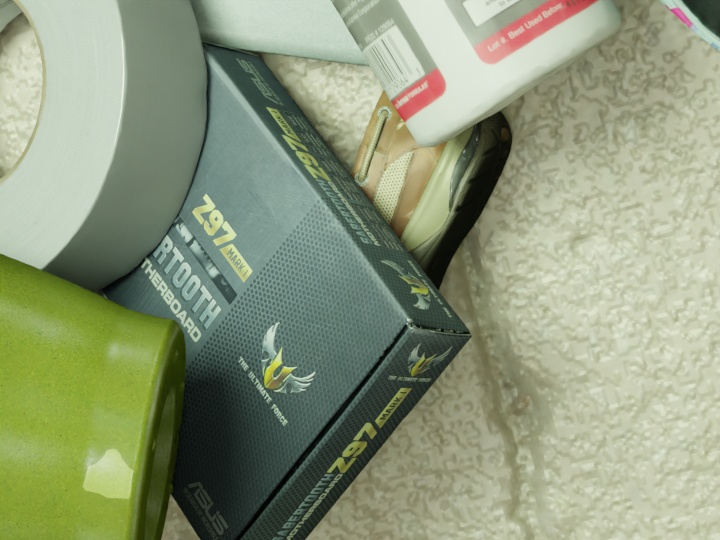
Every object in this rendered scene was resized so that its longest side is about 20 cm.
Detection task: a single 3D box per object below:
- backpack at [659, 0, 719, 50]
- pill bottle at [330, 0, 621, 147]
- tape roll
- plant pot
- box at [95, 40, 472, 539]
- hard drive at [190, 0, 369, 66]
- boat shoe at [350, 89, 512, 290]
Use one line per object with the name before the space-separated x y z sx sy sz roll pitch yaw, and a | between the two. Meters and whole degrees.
backpack | 0.180 -0.193 1.166 0.177 0.151 0.200 -44 89 12
pill bottle | 0.023 -0.167 1.190 0.110 0.111 0.201 -31 90 14
tape roll | -0.170 -0.083 1.261 0.199 0.066 0.202 -2 86 34
plant pot | -0.180 0.073 1.157 0.191 0.200 0.202 9 100 2
box | -0.057 0.015 1.242 0.158 0.051 0.200 -51 57 22
hard drive | -0.013 -0.172 1.271 0.198 0.033 0.141 8 99 10
boat shoe | 0.000 0.000 1.277 0.074 0.076 0.201 29 95 12
